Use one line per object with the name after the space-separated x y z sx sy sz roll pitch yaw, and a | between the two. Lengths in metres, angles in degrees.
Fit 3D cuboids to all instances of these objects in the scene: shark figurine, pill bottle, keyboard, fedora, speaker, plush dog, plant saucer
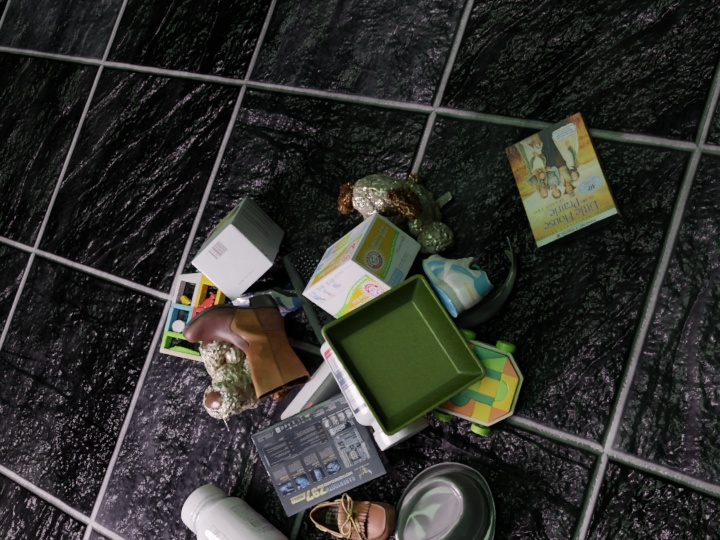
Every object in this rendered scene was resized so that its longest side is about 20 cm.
0.196 0.051 1.535 0.214 0.089 0.128 -37 61 20 | shark figurine
0.028 0.190 1.519 0.119 0.119 0.201 -33 76 20 | pill bottle
-0.064 0.035 1.695 0.104 0.040 0.201 -21 69 -14 | keyboard
0.121 0.404 1.472 0.200 0.090 0.177 -42 58 16 | fedora
-0.056 0.214 1.649 0.200 0.081 0.081 -51 56 9 | speaker
0.058 -0.117 1.608 0.199 0.172 0.161 3 78 33 | plush dog
-0.196 0.201 1.722 0.171 0.161 0.200 -20 47 7 | plush dog
0.065 0.137 1.456 0.200 0.048 0.200 -28 77 -20 | plant saucer
-0.231 0.480 1.659 0.200 0.114 0.115 29 92 35 | pill bottle

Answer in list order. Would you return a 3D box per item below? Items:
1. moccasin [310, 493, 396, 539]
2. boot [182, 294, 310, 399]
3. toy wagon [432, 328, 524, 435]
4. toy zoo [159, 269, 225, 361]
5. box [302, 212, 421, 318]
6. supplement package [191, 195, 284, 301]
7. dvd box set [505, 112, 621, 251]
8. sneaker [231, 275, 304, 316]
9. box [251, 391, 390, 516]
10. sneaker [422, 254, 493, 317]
-0.013 0.414 1.525 0.201 0.078 0.074 -7 67 54 | moccasin
-0.210 0.153 1.653 0.069 0.188 0.200 106 145 -50 | boot
0.165 0.177 1.506 0.199 0.040 0.156 17 94 14 | toy wagon
-0.345 0.085 1.907 0.131 0.020 0.201 8 81 34 | toy zoo
0.000 0.000 1.590 0.200 0.101 0.113 -34 24 56 | box
-0.231 -0.046 1.756 0.114 0.110 0.200 -42 13 14 | supplement package
0.339 -0.149 1.537 0.146 0.029 0.201 -24 64 24 | dvd box set
-0.154 0.059 1.774 0.199 0.076 0.077 -7 110 22 | sneaker
-0.069 0.316 1.590 0.199 0.051 0.158 -27 86 11 | box
0.158 0.015 1.493 0.081 0.077 0.200 -30 19 -1 | sneaker
